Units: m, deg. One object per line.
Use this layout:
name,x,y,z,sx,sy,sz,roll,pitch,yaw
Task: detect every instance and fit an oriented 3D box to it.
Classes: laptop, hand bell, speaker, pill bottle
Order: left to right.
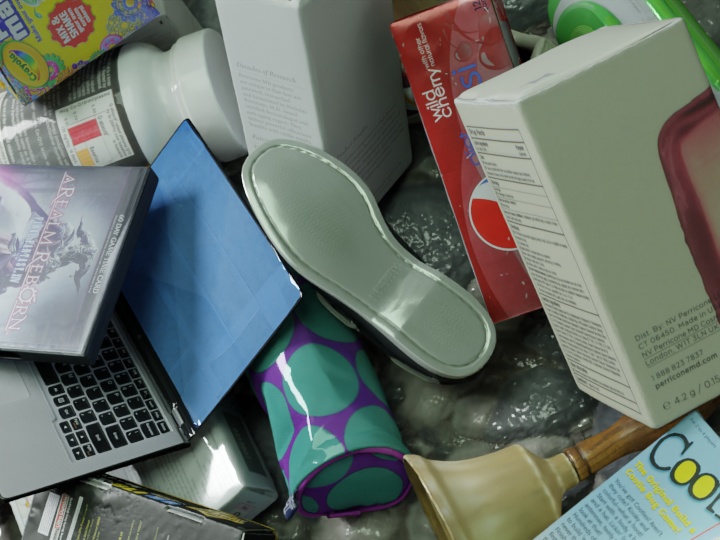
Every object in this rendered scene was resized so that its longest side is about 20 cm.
laptop,-0.169,0.020,1.012,0.199,0.116,0.188,-15,48,-24
pill bottle,-0.183,-0.098,1.139,0.199,0.116,0.117,-18,60,14
hand bell,0.136,0.114,0.938,0.199,0.104,0.104,-26,57,-7
speaker,0.200,-0.118,1.009,0.088,0.088,0.200,-32,58,5

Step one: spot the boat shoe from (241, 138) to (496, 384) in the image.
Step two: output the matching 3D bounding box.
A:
boat shoe,0.000,0.000,0.994,0.076,0.060,0.200,-40,81,-15

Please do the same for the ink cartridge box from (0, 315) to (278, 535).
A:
ink cartridge box,-0.169,0.142,1.067,0.200,0.057,0.163,-41,56,17

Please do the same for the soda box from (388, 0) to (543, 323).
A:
soda box,0.085,-0.073,0.991,0.070,0.063,0.201,-18,93,13

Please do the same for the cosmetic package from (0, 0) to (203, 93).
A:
cosmetic package,-0.224,-0.158,1.207,0.199,0.083,0.051,-19,60,12

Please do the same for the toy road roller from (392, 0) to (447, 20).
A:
toy road roller,-0.030,-0.241,1.149,0.146,0.123,0.200,-40,51,14

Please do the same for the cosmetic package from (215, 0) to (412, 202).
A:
cosmetic package,-0.027,-0.126,1.026,0.074,0.201,0.102,17,49,27

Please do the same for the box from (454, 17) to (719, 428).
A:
box,0.153,-0.031,0.892,0.109,0.128,0.201,-26,101,-8

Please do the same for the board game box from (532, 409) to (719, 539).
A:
board game box,0.148,0.192,0.867,0.200,0.103,0.105,-39,57,1

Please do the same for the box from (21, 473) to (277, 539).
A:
box,-0.152,0.237,0.974,0.159,0.049,0.201,12,86,28

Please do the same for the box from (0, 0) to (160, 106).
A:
box,-0.269,-0.251,1.101,0.122,0.201,0.192,-36,36,-13

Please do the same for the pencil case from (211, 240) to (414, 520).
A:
pencil case,-0.038,0.065,1.018,0.093,0.085,0.201,-59,44,42

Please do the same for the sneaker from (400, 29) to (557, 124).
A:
sneaker,0.051,-0.146,1.081,0.199,0.090,0.075,6,67,24

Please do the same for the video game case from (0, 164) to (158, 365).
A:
video game case,-0.244,-0.008,1.044,0.199,0.019,0.144,2,60,24
